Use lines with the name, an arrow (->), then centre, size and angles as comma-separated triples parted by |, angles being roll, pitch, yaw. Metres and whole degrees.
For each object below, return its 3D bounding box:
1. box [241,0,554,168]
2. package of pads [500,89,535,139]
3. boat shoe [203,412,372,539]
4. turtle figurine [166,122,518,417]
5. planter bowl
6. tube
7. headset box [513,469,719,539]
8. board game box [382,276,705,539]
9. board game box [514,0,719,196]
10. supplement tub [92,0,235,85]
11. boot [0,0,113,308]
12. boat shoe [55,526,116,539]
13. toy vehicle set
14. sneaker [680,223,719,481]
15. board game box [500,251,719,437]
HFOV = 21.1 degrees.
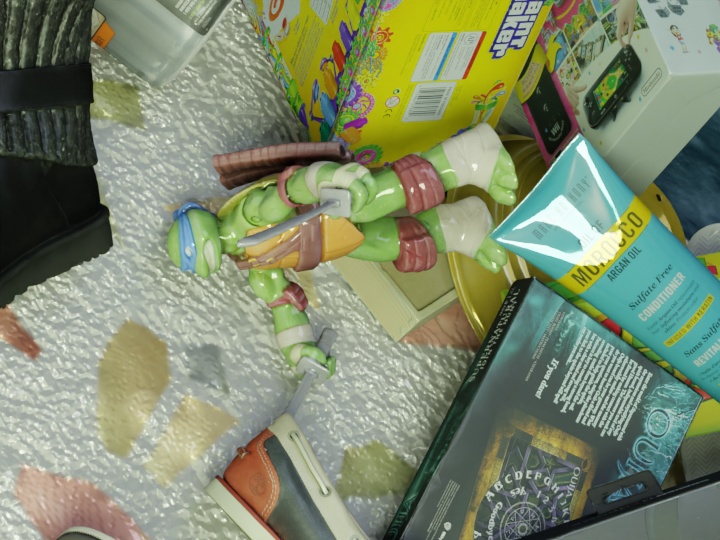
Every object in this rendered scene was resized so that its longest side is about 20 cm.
box -> 0.021, -0.203, 1.209 | 0.122, 0.200, 0.193 | -6, 52, -26
package of pads -> 0.098, -0.191, 1.364 | 0.154, 0.068, 0.201 | 28, 38, -57
boat shoe -> 0.005, 0.163, 1.017 | 0.063, 0.071, 0.200 | -43, 77, -10
turtle figurine -> 0.000, 0.000, 1.094 | 0.193, 0.200, 0.144 | -16, 110, -16
planter bowl -> 0.153, -0.010, 1.257 | 0.200, 0.083, 0.201 | 21, 57, -37
tube -> 0.171, 0.010, 1.127 | 0.200, 0.078, 0.050 | 39, 5, -19
headset box -> 0.171, 0.206, 1.031 | 0.174, 0.093, 0.201 | -18, 84, -9
board game box -> 0.102, 0.124, 1.108 | 0.135, 0.028, 0.200 | 34, 72, -17
board game box -> 0.143, -0.163, 1.185 | 0.064, 0.148, 0.201 | -6, 64, -27
supplement tub -> -0.161, -0.214, 1.162 | 0.200, 0.123, 0.123 | 38, 42, -9
boot -> -0.207, -0.064, 0.980 | 0.211, 0.079, 0.158 | -34, 126, -56
boat shoe -> -0.093, 0.212, 0.921 | 0.200, 0.067, 0.057 | 53, 37, 3
toy vehicle set -> 0.047, -0.044, 1.270 | 0.124, 0.027, 0.200 | 52, 41, 7
sneaker -> 0.260, 0.076, 1.314 | 0.116, 0.073, 0.201 | 25, 65, -67
board game box -> 0.191, 0.049, 1.193 | 0.199, 0.102, 0.048 | -10, 20, -12
